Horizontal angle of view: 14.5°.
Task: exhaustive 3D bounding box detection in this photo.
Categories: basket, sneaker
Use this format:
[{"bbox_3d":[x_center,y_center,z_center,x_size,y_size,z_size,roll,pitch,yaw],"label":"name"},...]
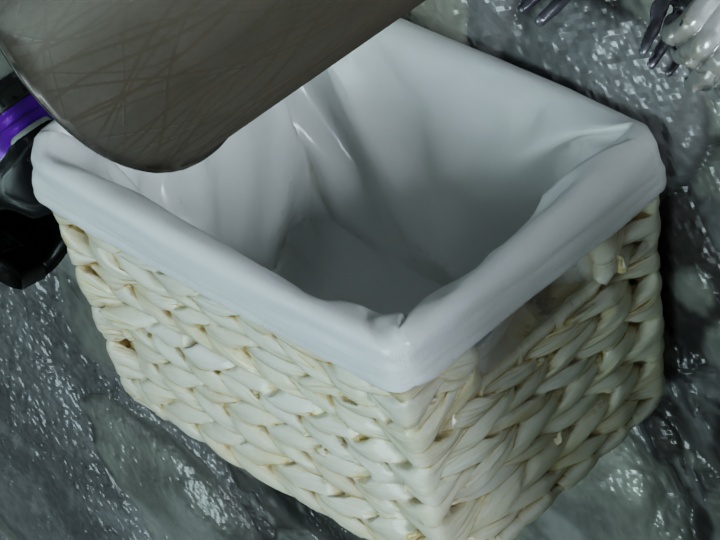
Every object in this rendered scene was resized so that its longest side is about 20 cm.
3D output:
[{"bbox_3d":[0.002,-0.143,0.792,0.199,0.181,0.136,-27,123,28],"label":"basket"},{"bbox_3d":[-0.184,-0.031,1.303,0.100,0.069,0.200,55,151,-4],"label":"sneaker"},{"bbox_3d":[0.000,0.000,1.005,0.199,0.135,0.124,28,144,39],"label":"basket"}]

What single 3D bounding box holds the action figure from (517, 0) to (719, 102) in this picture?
[{"bbox_3d":[0.133,-0.075,0.753,0.118,0.103,0.200,28,168,-31],"label":"action figure"}]
